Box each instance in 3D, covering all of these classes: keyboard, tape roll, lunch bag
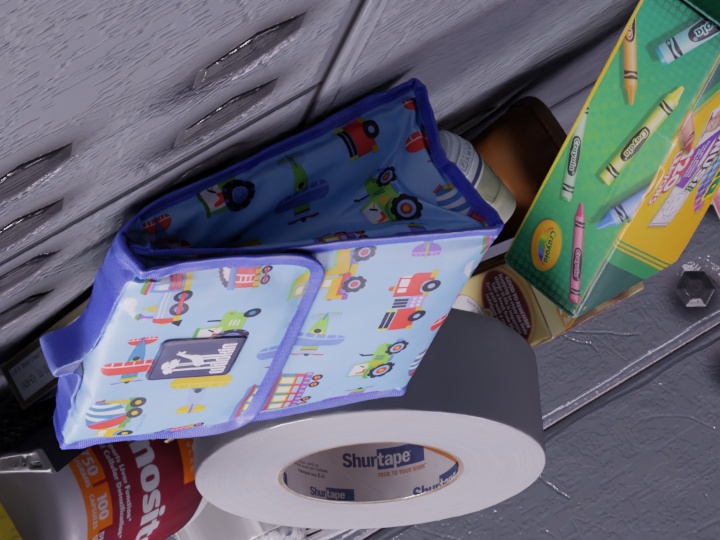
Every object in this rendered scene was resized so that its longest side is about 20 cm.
[{"bbox_3d":[-0.132,0.065,1.488,0.127,0.021,0.200,-2,-164,19],"label":"keyboard"},{"bbox_3d":[0.004,0.086,1.631,0.200,0.066,0.200,-4,157,-1],"label":"tape roll"},{"bbox_3d":[-0.058,0.008,1.328,0.200,0.094,0.151,-16,154,-29],"label":"lunch bag"}]

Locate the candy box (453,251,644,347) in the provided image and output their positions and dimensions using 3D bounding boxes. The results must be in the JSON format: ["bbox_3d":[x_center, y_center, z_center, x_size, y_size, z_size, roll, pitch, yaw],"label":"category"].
[{"bbox_3d":[0.057,0.031,1.723,0.200,0.055,0.115,-22,-177,37],"label":"candy box"}]

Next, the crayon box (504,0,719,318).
[{"bbox_3d":[0.169,-0.079,1.586,0.119,0.058,0.200,-26,149,-51],"label":"crayon box"}]

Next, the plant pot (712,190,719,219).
[{"bbox_3d":[0.330,-0.110,2.031,0.179,0.200,0.200,-16,179,14],"label":"plant pot"}]

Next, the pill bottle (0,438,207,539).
[{"bbox_3d":[-0.155,0.115,1.665,0.113,0.113,0.200,-34,175,33],"label":"pill bottle"}]

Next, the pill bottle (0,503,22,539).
[{"bbox_3d":[-0.217,0.190,1.523,0.112,0.200,0.112,-31,175,-3],"label":"pill bottle"}]

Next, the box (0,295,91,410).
[{"bbox_3d":[-0.081,0.006,1.485,0.200,0.032,0.121,-24,172,-46],"label":"box"}]

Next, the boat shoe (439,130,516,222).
[{"bbox_3d":[0.000,0.000,1.608,0.200,0.062,0.072,-35,-152,28],"label":"boat shoe"}]

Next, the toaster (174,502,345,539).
[{"bbox_3d":[-0.068,0.129,1.908,0.114,0.129,0.200,-29,173,28],"label":"toaster"}]

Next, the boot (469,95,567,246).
[{"bbox_3d":[0.037,-0.026,1.683,0.155,0.074,0.200,-25,170,-23],"label":"boot"}]
